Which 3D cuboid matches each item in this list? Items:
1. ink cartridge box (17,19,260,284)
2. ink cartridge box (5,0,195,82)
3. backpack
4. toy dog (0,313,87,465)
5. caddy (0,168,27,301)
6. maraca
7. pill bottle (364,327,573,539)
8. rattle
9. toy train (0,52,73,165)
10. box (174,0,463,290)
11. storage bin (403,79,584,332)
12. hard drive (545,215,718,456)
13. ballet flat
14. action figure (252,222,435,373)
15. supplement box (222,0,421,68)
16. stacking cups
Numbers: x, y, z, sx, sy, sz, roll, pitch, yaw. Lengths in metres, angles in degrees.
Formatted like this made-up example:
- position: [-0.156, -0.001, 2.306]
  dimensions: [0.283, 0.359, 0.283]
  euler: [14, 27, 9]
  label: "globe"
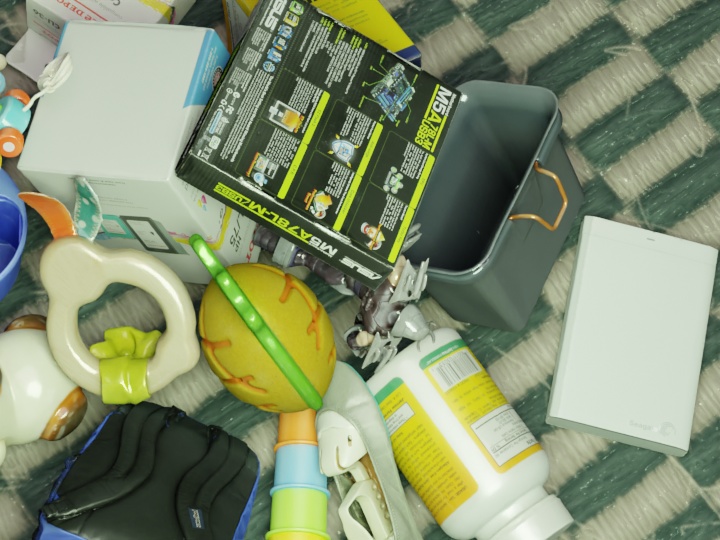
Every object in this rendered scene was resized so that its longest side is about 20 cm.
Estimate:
- position: [-0.173, -0.098, 1.699]
  dimensions: [0.145, 0.200, 0.148]
  euler: [6, 66, 21]
  label: "ink cartridge box"
- position: [-0.232, -0.253, 1.839]
  dimensions: [0.116, 0.068, 0.201]
  euler: [32, 68, 5]
  label: "ink cartridge box"
- position: [-0.183, 0.214, 1.623]
  dimensions: [0.161, 0.169, 0.201]
  euler: [26, 36, -2]
  label: "backpack"
- position: [-0.328, 0.097, 1.641]
  dimensions: [0.199, 0.194, 0.140]
  euler: [-6, 51, -45]
  label: "toy dog"
- position: [-0.382, -0.016, 1.707]
  dimensions: [0.200, 0.105, 0.142]
  euler: [-38, 78, -19]
  label: "caddy"
- position: [-0.085, 0.045, 1.629]
  dimensions: [0.107, 0.200, 0.137]
  euler: [-39, 51, -5]
  label: "maraca"
- position: [0.094, 0.160, 1.707]
  dimensions: [0.112, 0.113, 0.201]
  euler: [-33, 77, -18]
  label: "pill bottle"
- position: [-0.211, 0.002, 1.658]
  dimensions: [0.130, 0.143, 0.201]
  euler: [-29, 101, 24]
  label: "rattle"
- position: [-0.325, -0.140, 1.651]
  dimensions: [0.055, 0.199, 0.151]
  euler: [37, 68, -28]
  label: "toy train"
- position: [-0.030, -0.113, 1.621]
  dimensions: [0.192, 0.048, 0.201]
  euler: [30, 55, -12]
  label: "box"
- position: [0.127, -0.048, 1.763]
  dimensions: [0.145, 0.134, 0.201]
  euler: [10, 63, 36]
  label: "storage bin"
- position: [0.251, 0.059, 1.814]
  dimensions: [0.131, 0.026, 0.202]
  euler: [14, 68, -3]
  label: "hard drive"
- position: [-0.001, 0.176, 1.681]
  dimensions: [0.063, 0.067, 0.202]
  euler: [-26, 97, -46]
  label: "ballet flat"
- position: [0.000, 0.000, 1.683]
  dimensions: [0.069, 0.131, 0.200]
  euler: [3, 32, -51]
  label: "action figure"
- position: [-0.036, -0.199, 1.792]
  dimensions: [0.109, 0.109, 0.200]
  euler: [-24, 54, -16]
  label: "supplement box"
- position: [-0.056, 0.176, 1.713]
  dimensions: [0.060, 0.061, 0.202]
  euler: [2, 65, -7]
  label: "stacking cups"
